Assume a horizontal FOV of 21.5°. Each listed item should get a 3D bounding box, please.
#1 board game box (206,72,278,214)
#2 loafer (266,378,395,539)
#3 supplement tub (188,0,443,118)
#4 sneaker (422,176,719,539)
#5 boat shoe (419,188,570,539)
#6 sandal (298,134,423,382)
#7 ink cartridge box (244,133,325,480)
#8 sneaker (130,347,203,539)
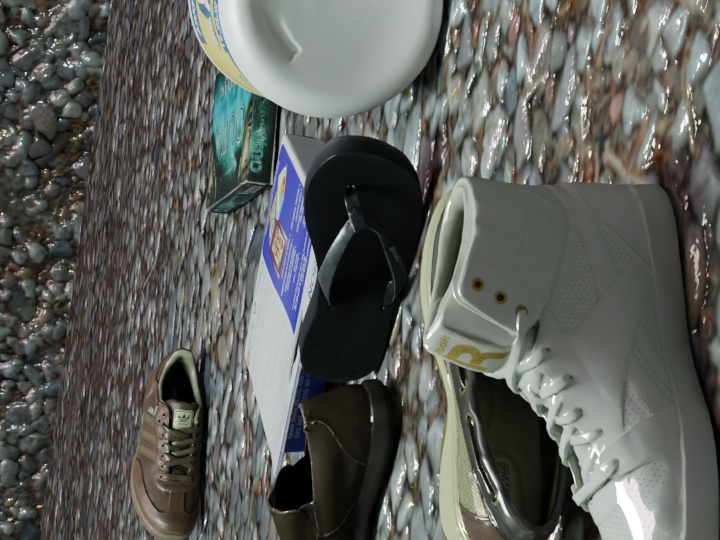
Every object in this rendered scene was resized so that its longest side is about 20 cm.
[{"bbox_3d":[-0.109,-0.132,1.753,0.200,0.028,0.137,157,118,-74],"label":"board game box"},{"bbox_3d":[-0.030,0.158,1.261,0.073,0.071,0.202,-113,31,-61],"label":"loafer"},{"bbox_3d":[-0.036,-0.181,1.251,0.200,0.143,0.146,-145,61,-73],"label":"supplement tub"},{"bbox_3d":[0.079,0.052,0.783,0.074,0.114,0.202,120,150,-55],"label":"sneaker"},{"bbox_3d":[0.074,0.044,0.915,0.065,0.072,0.202,-39,50,55],"label":"boat shoe"},{"bbox_3d":[0.001,0.000,1.205,0.043,0.075,0.202,-99,9,-48],"label":"sandal"},{"bbox_3d":[-0.042,0.026,1.414,0.200,0.046,0.200,-117,36,-62],"label":"ink cartridge box"},{"bbox_3d":[-0.190,0.169,1.890,0.076,0.070,0.202,114,156,-49],"label":"sneaker"}]
